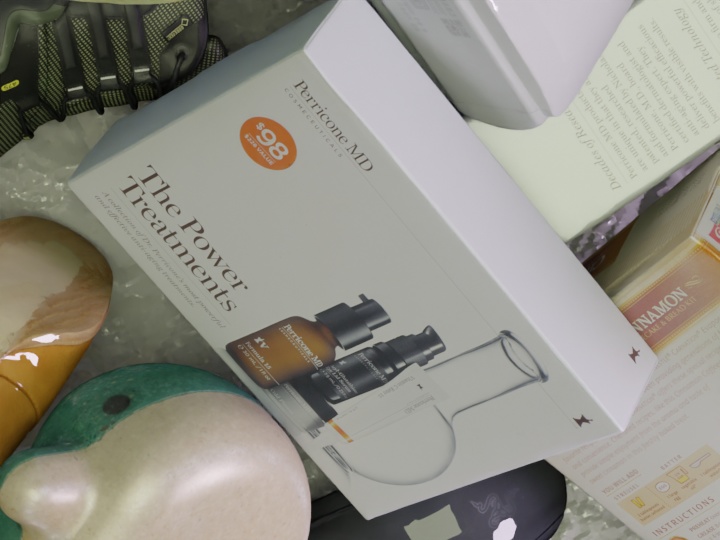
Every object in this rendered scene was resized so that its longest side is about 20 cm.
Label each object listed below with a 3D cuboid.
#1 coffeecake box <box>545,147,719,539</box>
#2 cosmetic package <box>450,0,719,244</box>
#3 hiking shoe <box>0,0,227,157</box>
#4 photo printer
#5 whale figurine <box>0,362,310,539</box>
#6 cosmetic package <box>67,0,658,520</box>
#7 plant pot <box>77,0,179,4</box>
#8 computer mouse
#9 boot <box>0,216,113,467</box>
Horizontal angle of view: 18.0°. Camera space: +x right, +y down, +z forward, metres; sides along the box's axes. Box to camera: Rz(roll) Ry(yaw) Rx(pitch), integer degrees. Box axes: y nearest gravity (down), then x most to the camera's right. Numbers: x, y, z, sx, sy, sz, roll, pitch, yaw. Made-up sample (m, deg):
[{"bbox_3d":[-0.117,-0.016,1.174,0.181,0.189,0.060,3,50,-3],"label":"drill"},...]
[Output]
[{"bbox_3d":[0.177,0.063,0.956,0.200,0.073,0.154,39,137,-8],"label":"coffeecake box"},{"bbox_3d":[0.120,-0.083,0.955,0.200,0.102,0.074,-36,97,5],"label":"cosmetic package"},{"bbox_3d":[-0.107,-0.093,0.957,0.101,0.076,0.200,40,95,-4],"label":"hiking shoe"},{"bbox_3d":[0.068,-0.180,0.870,0.200,0.069,0.166,-58,135,-21],"label":"photo printer"},{"bbox_3d":[-0.119,0.119,0.949,0.200,0.104,0.159,-38,137,-10],"label":"whale figurine"},{"bbox_3d":[0.000,0.000,0.914,0.151,0.052,0.200,-26,112,41],"label":"cosmetic package"},{"bbox_3d":[-0.083,-0.227,0.766,0.200,0.190,0.200,6,144,4],"label":"plant pot"},{"bbox_3d":[0.010,0.158,1.017,0.200,0.046,0.141,-21,98,1],"label":"computer mouse"},{"bbox_3d":[-0.180,0.072,0.950,0.071,0.201,0.144,32,121,-1],"label":"boot"}]
